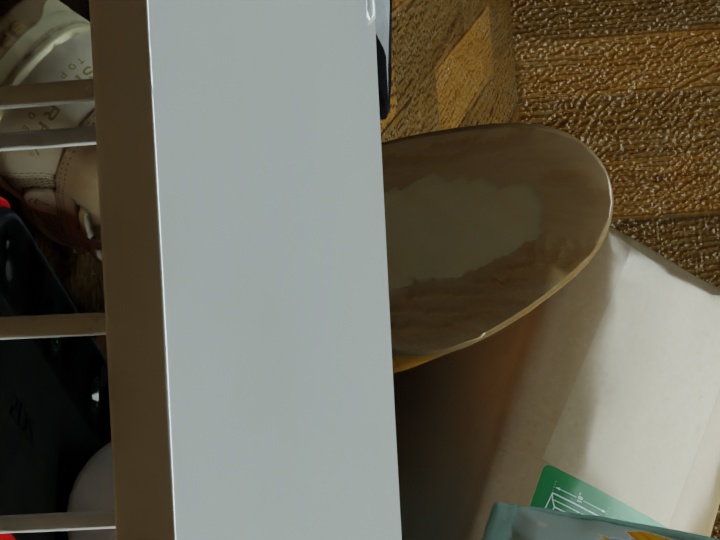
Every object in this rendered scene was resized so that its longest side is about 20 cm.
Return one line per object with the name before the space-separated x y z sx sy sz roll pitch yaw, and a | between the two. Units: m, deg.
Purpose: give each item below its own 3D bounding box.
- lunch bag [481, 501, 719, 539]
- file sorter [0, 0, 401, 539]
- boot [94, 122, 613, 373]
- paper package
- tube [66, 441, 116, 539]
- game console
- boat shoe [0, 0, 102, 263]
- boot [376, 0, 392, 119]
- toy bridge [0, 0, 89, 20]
lunch bag | 0.097 0.173 0.844 0.122 0.169 0.201 81 21 -62
file sorter | -0.071 0.013 0.635 0.139 0.124 0.201 0 87 -70
boot | 0.000 0.001 0.973 0.071 0.200 0.144 66 14 1
paper package | 0.038 0.090 1.036 0.190 0.103 0.201 -11 -124 62
tube | -0.046 0.077 0.905 0.078 0.050 0.200 -55 171 0
game console | -0.102 0.089 0.807 0.200 0.031 0.178 69 25 -64
boat shoe | -0.066 -0.028 0.878 0.071 0.064 0.200 -56 166 4
boot | -0.045 -0.138 0.906 0.200 0.065 0.166 -125 -163 -73
toy bridge | -0.086 -0.074 0.969 0.200 0.027 0.068 60 27 -75
